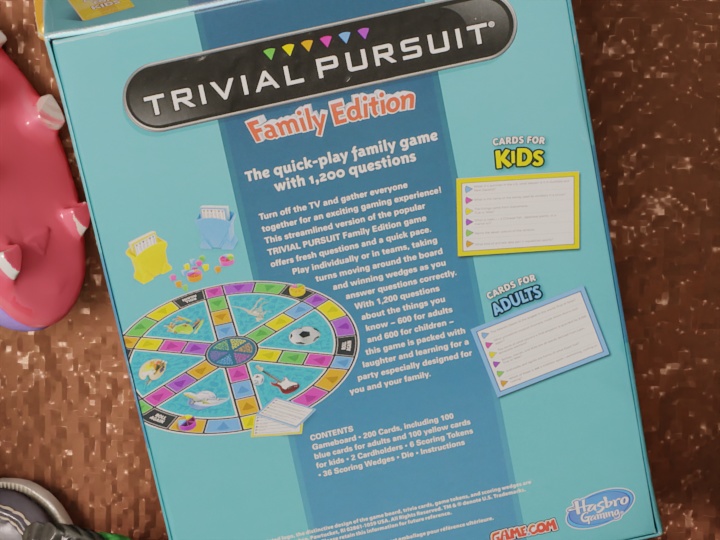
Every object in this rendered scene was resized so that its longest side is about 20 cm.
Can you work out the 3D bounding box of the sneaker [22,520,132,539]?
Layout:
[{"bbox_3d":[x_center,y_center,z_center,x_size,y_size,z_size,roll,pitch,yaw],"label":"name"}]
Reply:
[{"bbox_3d":[-0.090,0.182,0.930,0.085,0.078,0.200,11,112,-22],"label":"sneaker"}]

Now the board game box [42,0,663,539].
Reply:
[{"bbox_3d":[0.000,0.000,0.846,0.151,0.047,0.200,-12,112,-2],"label":"board game box"}]

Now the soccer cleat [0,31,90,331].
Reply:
[{"bbox_3d":[-0.161,-0.064,0.928,0.076,0.067,0.200,-26,99,41],"label":"soccer cleat"}]

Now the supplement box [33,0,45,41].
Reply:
[{"bbox_3d":[-0.002,-0.138,0.867,0.126,0.074,0.200,26,100,-13],"label":"supplement box"}]

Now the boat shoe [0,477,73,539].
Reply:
[{"bbox_3d":[-0.178,0.146,0.944,0.200,0.063,0.073,-39,87,9],"label":"boat shoe"}]
